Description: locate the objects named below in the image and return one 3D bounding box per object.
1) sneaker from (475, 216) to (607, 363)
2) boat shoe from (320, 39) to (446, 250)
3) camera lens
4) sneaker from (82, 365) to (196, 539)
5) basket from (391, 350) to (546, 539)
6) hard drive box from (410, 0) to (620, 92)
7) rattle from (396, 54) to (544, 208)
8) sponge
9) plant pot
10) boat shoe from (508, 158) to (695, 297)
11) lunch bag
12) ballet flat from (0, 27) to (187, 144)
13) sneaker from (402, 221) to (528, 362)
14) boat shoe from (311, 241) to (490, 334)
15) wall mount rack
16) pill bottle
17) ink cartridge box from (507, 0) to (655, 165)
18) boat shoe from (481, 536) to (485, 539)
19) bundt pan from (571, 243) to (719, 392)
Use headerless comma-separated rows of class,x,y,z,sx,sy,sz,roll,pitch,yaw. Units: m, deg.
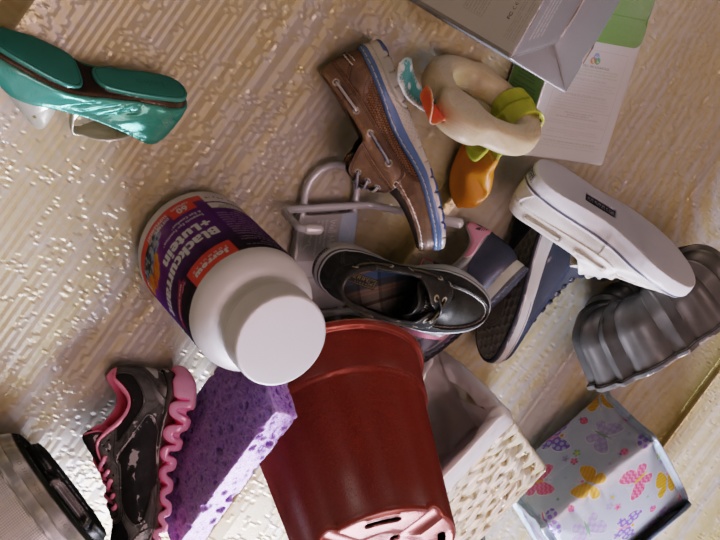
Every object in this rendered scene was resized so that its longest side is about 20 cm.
sneaker,0.211,0.013,1.709,0.145,0.077,0.204,13,106,-31
boat shoe,0.020,-0.106,1.520,0.072,0.072,0.201,-21,92,-3
camera lens,-0.334,0.256,1.462,0.200,0.160,0.160,-38,127,-8
sneaker,-0.219,0.180,1.532,0.095,0.079,0.202,15,82,-27
basket,0.073,0.208,1.694,0.200,0.136,0.123,-44,132,-3
hard drive box,0.142,-0.269,1.449,0.076,0.200,0.157,25,101,-37
rattle,0.071,-0.122,1.523,0.143,0.131,0.200,-36,174,32
sponge,-0.128,0.154,1.525,0.030,0.112,0.200,16,125,-32
plant pot,-0.007,0.184,1.553,0.199,0.196,0.202,-13,143,-10
boat shoe,0.234,-0.027,1.619,0.199,0.071,0.070,32,125,-9
lunch bag,0.274,0.265,1.845,0.169,0.127,0.201,-37,133,-6
ballet flat,-0.240,-0.144,1.377,0.199,0.068,0.071,13,121,-32
sneaker,0.072,0.035,1.658,0.200,0.082,0.070,-41,172,11
boat shoe,0.046,0.026,1.542,0.199,0.057,0.069,15,106,-32
wall mount rack,0.000,0.000,1.581,0.172,0.075,0.202,-4,117,-29
pill bottle,-0.110,0.018,1.437,0.111,0.200,0.112,-13,120,-24
ink cartridge box,0.211,-0.209,1.607,0.103,0.059,0.202,5,111,-32
boat shoe,0.100,0.338,1.817,0.071,0.068,0.202,-11,120,-27
bundt pan,0.303,0.040,1.718,0.201,0.202,0.076,-35,96,-11
